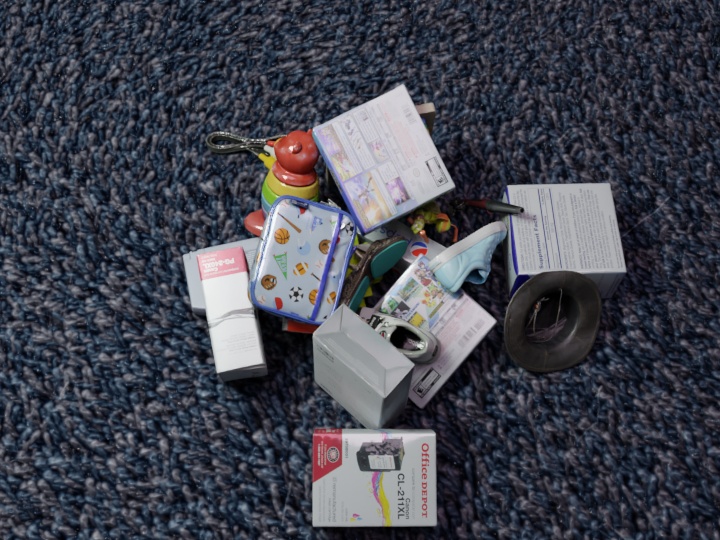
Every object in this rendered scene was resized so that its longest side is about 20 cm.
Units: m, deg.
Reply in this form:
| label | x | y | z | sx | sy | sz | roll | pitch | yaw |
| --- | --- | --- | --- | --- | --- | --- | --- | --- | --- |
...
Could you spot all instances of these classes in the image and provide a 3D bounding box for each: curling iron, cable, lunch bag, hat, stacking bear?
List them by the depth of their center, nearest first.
| label | x | y | z | sx | sy | sz | roll | pitch | yaw |
| --- | --- | --- | --- | --- | --- | --- | --- | --- | --- |
| lunch bag | -0.089 | -0.019 | 1.508 | 0.158 | 0.076 | 0.203 | 17 | 84 | -11 |
| hat | 0.322 | 0.082 | 1.645 | 0.197 | 0.081 | 0.204 | -5 | 105 | -20 |
| stacking bear | -0.124 | -0.159 | 1.680 | 0.113 | 0.202 | 0.121 | 29 | 41 | 15 |
| curling iron | 0.228 | -0.113 | 1.715 | 0.049 | 0.026 | 0.199 | -40 | 28 | -24 |
| cable | -0.202 | -0.247 | 1.825 | 0.197 | 0.051 | 0.098 | 23 | 66 | 9 |

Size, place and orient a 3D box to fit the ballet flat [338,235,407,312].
| label | x | y | z | sx | sy | sz | roll | pitch | yaw |
| --- | --- | --- | --- | --- | --- | --- | --- | --- | --- |
| ballet flat | 0.000 | 0.000 | 1.623 | 0.075 | 0.068 | 0.201 | 27 | 62 | 25 |

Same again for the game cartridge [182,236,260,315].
| label | x | y | z | sx | sy | sz | roll | pitch | yaw |
| --- | --- | --- | --- | --- | --- | --- | --- | --- | --- |
| game cartridge | -0.215 | 0.011 | 1.701 | 0.197 | 0.041 | 0.135 | -12 | 60 | -7 |

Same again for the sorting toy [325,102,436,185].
| label | x | y | z | sx | sy | sz | roll | pitch | yaw |
| --- | --- | --- | --- | --- | --- | --- | --- | --- | --- |
| sorting toy | 0.040 | -0.208 | 1.730 | 0.197 | 0.199 | 0.071 | -13 | 69 | -8 |

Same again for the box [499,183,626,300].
| label | x | y | z | sx | sy | sz | roll | pitch | yaw |
| --- | --- | --- | --- | --- | --- | --- | --- | --- | --- |
| box | 0.362 | -0.052 | 1.707 | 0.196 | 0.105 | 0.187 | -1 | 62 | -2 |

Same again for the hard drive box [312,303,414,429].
| label | x | y | z | sx | sy | sz | roll | pitch | yaw |
| --- | --- | --- | --- | --- | --- | --- | --- | --- | --- |
| hard drive box | 0.001 | 0.168 | 1.532 | 0.155 | 0.201 | 0.077 | 40 | 67 | 16 |

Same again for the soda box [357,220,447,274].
| label | x | y | z | sx | sy | sz | roll | pitch | yaw |
| --- | --- | --- | --- | --- | --- | --- | --- | --- | --- |
| soda box | 0.075 | -0.039 | 1.714 | 0.198 | 0.069 | 0.064 | 30 | 67 | 13 |

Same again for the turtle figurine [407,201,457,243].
| label | x | y | z | sx | sy | sz | roll | pitch | yaw |
| --- | --- | --- | --- | --- | --- | --- | --- | --- | --- |
| turtle figurine | 0.102 | -0.111 | 1.697 | 0.160 | 0.199 | 0.065 | 31 | 108 | 17 |

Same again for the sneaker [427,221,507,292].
| label | x | y | z | sx | sy | sz | roll | pitch | yaw |
| --- | --- | --- | --- | --- | --- | --- | --- | --- | --- |
| sneaker | 0.200 | -0.018 | 1.641 | 0.199 | 0.074 | 0.083 | -29 | 84 | -37 |

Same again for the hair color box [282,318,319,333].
| label | x | y | z | sx | sy | sz | roll | pitch | yaw |
| --- | --- | --- | --- | --- | --- | --- | --- | --- | --- |
| hair color box | -0.092 | 0.004 | 1.593 | 0.060 | 0.101 | 0.204 | 5 | 86 | -10 |

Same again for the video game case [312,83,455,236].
| label | x | y | z | sx | sy | sz | roll | pitch | yaw |
| --- | --- | --- | --- | --- | --- | --- | --- | --- | --- |
| video game case | 0.039 | -0.189 | 1.612 | 0.179 | 0.045 | 0.202 | -26 | 87 | -10 |

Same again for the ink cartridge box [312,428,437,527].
| label | x | y | z | sx | sy | sz | roll | pitch | yaw |
| --- | --- | --- | --- | --- | --- | --- | --- | --- | --- |
| ink cartridge box | 0.023 | 0.327 | 1.492 | 0.196 | 0.083 | 0.149 | 0 | 83 | -1 |

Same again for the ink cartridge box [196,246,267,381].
| label | x | y | z | sx | sy | sz | roll | pitch | yaw |
| --- | --- | --- | --- | --- | --- | --- | --- | --- | --- |
| ink cartridge box | -0.214 | 0.078 | 1.579 | 0.082 | 0.145 | 0.203 | -10 | 79 | -6 |

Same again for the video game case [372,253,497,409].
| label | x | y | z | sx | sy | sz | roll | pitch | yaw |
| --- | --- | --- | --- | --- | --- | --- | --- | --- | --- |
| video game case | 0.106 | 0.104 | 1.628 | 0.182 | 0.022 | 0.200 | 42 | 89 | 15 |

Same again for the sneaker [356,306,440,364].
| label | x | y | z | sx | sy | sz | roll | pitch | yaw |
| --- | --- | --- | --- | --- | --- | --- | --- | --- | --- |
| sneaker | 0.036 | 0.103 | 1.587 | 0.197 | 0.088 | 0.075 | 12 | 83 | 15 |

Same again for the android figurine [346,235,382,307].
| label | x | y | z | sx | sy | sz | roll | pitch | yaw |
| --- | --- | --- | --- | --- | --- | --- | --- | --- | --- |
| android figurine | -0.053 | 0.000 | 1.670 | 0.179 | 0.041 | 0.203 | -17 | 87 | -10 |
